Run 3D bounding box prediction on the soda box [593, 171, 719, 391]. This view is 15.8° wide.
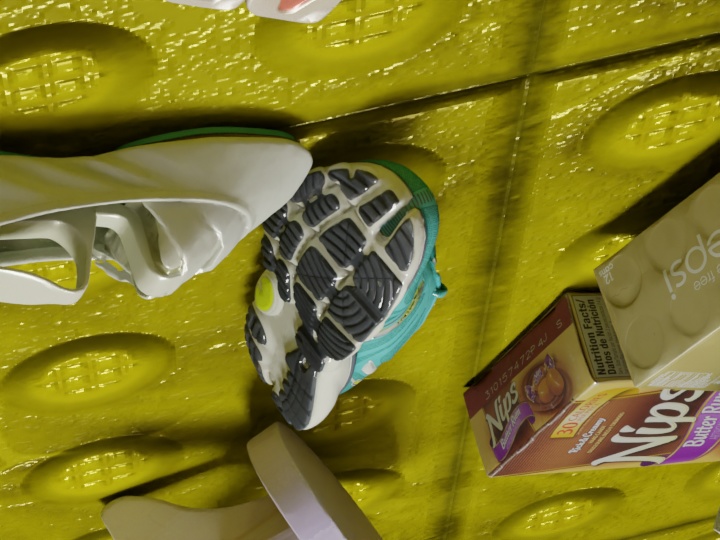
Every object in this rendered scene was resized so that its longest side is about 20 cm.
[{"bbox_3d":[0.201,-0.018,1.205,0.064,0.068,0.200,5,147,-41],"label":"soda box"}]

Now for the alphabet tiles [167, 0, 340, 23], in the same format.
[{"bbox_3d":[-0.008,-0.145,0.899,0.199,0.015,0.195,4,149,-39],"label":"alphabet tiles"}]

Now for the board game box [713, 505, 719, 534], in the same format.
[{"bbox_3d":[0.264,0.025,1.246,0.026,0.200,0.200,39,133,-12],"label":"board game box"}]

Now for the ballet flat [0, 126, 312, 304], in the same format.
[{"bbox_3d":[-0.107,-0.016,1.048,0.199,0.070,0.069,-3,153,-28],"label":"ballet flat"}]

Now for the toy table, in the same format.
[{"bbox_3d":[-0.048,0.167,1.371,0.117,0.184,0.200,-36,145,2],"label":"toy table"}]

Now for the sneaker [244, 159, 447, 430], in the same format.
[{"bbox_3d":[0.000,0.000,1.170,0.079,0.078,0.200,-28,166,-23],"label":"sneaker"}]

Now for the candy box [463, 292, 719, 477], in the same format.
[{"bbox_3d":[0.170,0.060,1.398,0.199,0.057,0.117,0,151,-29],"label":"candy box"}]
